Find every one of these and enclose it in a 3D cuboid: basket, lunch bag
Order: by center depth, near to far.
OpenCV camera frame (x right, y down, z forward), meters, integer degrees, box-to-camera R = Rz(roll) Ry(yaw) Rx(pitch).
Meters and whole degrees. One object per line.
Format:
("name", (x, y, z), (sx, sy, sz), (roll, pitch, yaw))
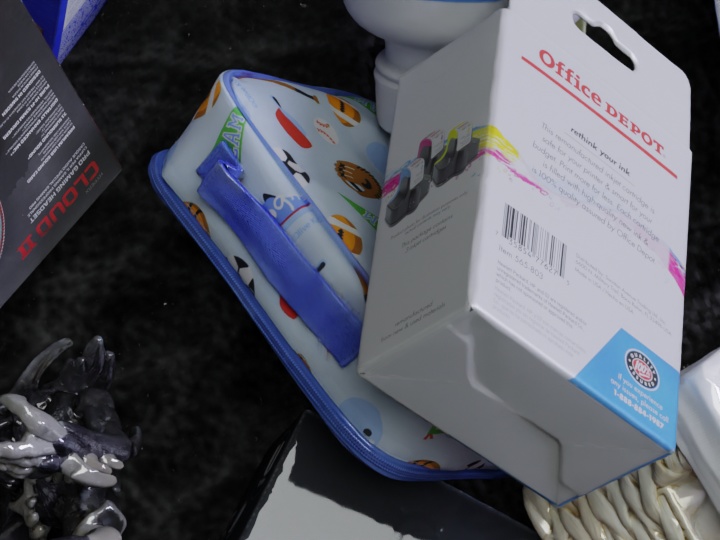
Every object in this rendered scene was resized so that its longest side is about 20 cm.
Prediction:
("basket", (0.180, 0.094, 1.181), (0.200, 0.123, 0.136), (-23, 82, -51))
("lunch bag", (0.000, 0.000, 1.185), (0.076, 0.160, 0.200), (-49, 66, 22))

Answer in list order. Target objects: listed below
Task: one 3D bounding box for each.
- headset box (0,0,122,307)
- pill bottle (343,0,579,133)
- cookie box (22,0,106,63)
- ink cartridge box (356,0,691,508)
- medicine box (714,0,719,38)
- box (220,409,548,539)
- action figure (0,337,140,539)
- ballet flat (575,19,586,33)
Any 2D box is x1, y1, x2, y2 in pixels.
("headset box", (-0.196, -0.047, 1.168), (0.075, 0.200, 0.149), (31, 72, 30))
("pill bottle", (0.045, -0.160, 1.185), (0.111, 0.112, 0.201), (-4, 111, -10))
("cookie box", (-0.181, -0.180, 1.186), (0.171, 0.200, 0.075), (32, 74, -1))
("ink cartridge box", (0.071, -0.021, 1.115), (0.115, 0.068, 0.201), (35, 44, -28))
("medicine box", (0.256, -0.143, 1.200), (0.199, 0.103, 0.183), (-9, 90, 22))
("box", (-0.023, 0.180, 1.177), (0.122, 0.106, 0.201), (27, 73, -4))
("action figure", (-0.139, 0.102, 1.134), (0.102, 0.119, 0.200), (15, 33, -30))
("ballet flat", (0.073, -0.153, 1.301), (0.067, 0.067, 0.201), (-1, 79, -31))
